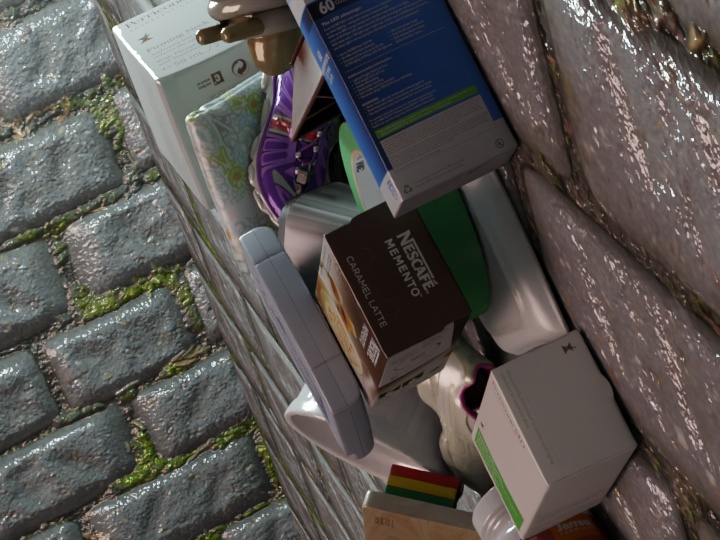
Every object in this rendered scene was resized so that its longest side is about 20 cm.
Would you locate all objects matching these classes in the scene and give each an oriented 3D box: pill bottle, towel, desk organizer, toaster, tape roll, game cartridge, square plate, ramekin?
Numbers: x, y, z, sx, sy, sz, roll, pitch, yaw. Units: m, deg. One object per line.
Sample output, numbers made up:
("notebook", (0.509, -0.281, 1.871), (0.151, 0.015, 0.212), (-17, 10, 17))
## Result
("pill bottle", (0.181, 0.278, 1.671), (0.201, 0.111, 0.113), (57, 167, 36))
("towel", (-0.085, -0.114, 1.931), (0.048, 0.200, 0.173), (-8, 111, 42))
("desk organizer", (-0.012, -0.170, 1.595), (0.200, 0.071, 0.078), (127, 146, -73))
("toaster", (0.000, 0.000, 1.813), (0.128, 0.113, 0.202), (13, 113, 36))
("tape roll", (0.045, -0.045, 1.633), (0.202, 0.048, 0.201), (61, 168, 22))
("game cartridge", (-0.048, 0.061, 1.698), (0.201, 0.041, 0.133), (60, 177, 27))
("square plate", (0.103, -0.021, 1.603), (0.200, 0.028, 0.200), (64, 170, 3))
("ramekin", (0.031, 0.148, 1.936), (0.199, 0.098, 0.201), (24, 166, 6))

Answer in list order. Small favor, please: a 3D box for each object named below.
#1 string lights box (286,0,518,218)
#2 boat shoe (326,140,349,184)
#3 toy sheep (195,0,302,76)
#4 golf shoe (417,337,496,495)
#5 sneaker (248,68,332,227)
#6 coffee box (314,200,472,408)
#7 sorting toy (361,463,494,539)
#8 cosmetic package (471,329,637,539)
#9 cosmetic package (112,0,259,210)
("string lights box", (0.029, -0.156, 1.454), (0.201, 0.102, 0.059), (64, 170, 9))
("boat shoe", (0.016, -0.041, 1.896), (0.057, 0.068, 0.202), (109, 137, -75))
("toy sheep", (-0.095, -0.277, 1.727), (0.138, 0.137, 0.202), (-148, 45, -72))
("golf shoe", (0.118, 0.151, 1.820), (0.091, 0.075, 0.201), (18, 143, 52))
("sneaker", (-0.059, -0.138, 1.858), (0.083, 0.080, 0.202), (-11, 76, 57))
("coffee box", (0.023, 0.029, 1.556), (0.115, 0.079, 0.200), (61, 170, 11))
("sorting toy", (0.108, 0.265, 1.870), (0.201, 0.197, 0.070), (86, -162, -58))
("cosmetic package", (0.155, 0.139, 1.556), (0.200, 0.084, 0.108), (90, 156, -69))
("cosmetic package", (-0.149, -0.200, 2.077), (0.200, 0.166, 0.168), (46, 160, 59))
